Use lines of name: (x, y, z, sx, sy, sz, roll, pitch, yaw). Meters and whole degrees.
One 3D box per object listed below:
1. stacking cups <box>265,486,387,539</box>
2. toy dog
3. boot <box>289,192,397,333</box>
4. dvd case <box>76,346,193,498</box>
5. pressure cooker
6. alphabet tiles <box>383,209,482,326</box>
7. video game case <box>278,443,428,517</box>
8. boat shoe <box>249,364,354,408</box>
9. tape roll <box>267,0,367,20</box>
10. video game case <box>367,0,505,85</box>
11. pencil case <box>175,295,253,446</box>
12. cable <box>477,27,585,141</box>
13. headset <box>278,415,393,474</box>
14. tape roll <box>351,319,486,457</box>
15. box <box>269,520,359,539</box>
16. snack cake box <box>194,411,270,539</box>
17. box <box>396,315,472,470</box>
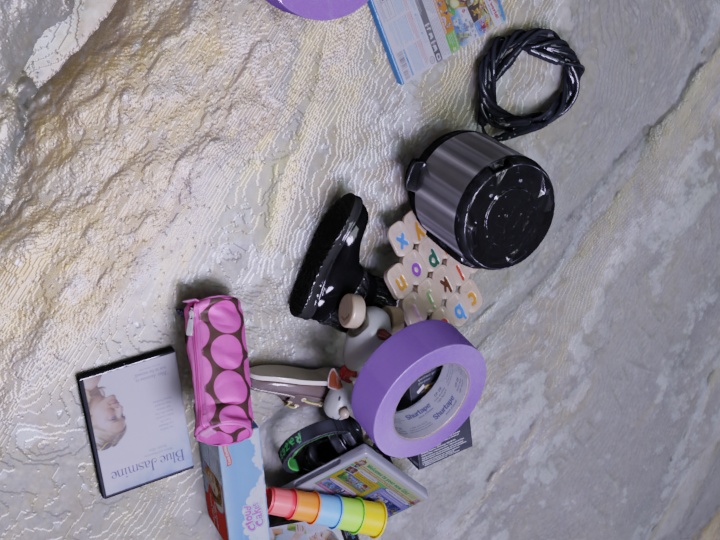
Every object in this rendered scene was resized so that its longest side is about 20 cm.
stacking cups: (-0.055, 0.364, 1.584, 0.198, 0.060, 0.061, 20, 98, -26)
toy dog: (0.007, 0.135, 1.504, 0.130, 0.096, 0.203, -8, 115, -18)
boot: (-0.001, -0.001, 1.539, 0.156, 0.080, 0.213, 18, 109, -27)
dvd case: (-0.321, 0.220, 1.480, 0.141, 0.018, 0.203, -16, 116, -25)
pressure cooker: (0.170, -0.112, 1.523, 0.178, 0.200, 0.177, -35, 127, -11)
alphabet tiles: (0.115, -0.003, 1.588, 0.200, 0.015, 0.197, -40, 107, -38)
video game case: (-0.015, 0.358, 1.640, 0.181, 0.022, 0.200, -30, 136, 17)
boat shoe: (-0.088, 0.182, 1.569, 0.198, 0.072, 0.060, 7, 102, -38)
tape roll: (-0.058, -0.434, 1.342, 0.198, 0.066, 0.203, -11, 114, -25)
video game case: (0.113, -0.382, 1.497, 0.199, 0.018, 0.144, -34, 121, -15)
pencil case: (-0.201, 0.137, 1.421, 0.090, 0.203, 0.094, -18, 160, 18)
cable: (0.264, -0.296, 1.605, 0.198, 0.051, 0.165, -19, 112, -20)
headset: (-0.033, 0.284, 1.604, 0.198, 0.095, 0.124, 4, 139, -43)
tape roll: (0.086, 0.172, 1.490, 0.198, 0.066, 0.202, -22, 134, -25)
box: (-0.110, 0.452, 1.632, 0.197, 0.061, 0.117, -4, 138, -24)
snack cake box: (-0.190, 0.303, 1.529, 0.066, 0.115, 0.203, -14, 115, -24)
box: (0.099, 0.193, 1.647, 0.105, 0.122, 0.203, -18, 116, -21)
